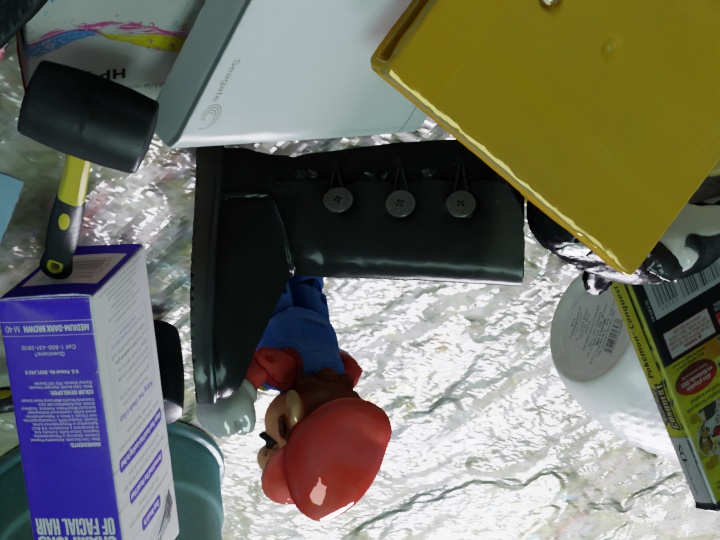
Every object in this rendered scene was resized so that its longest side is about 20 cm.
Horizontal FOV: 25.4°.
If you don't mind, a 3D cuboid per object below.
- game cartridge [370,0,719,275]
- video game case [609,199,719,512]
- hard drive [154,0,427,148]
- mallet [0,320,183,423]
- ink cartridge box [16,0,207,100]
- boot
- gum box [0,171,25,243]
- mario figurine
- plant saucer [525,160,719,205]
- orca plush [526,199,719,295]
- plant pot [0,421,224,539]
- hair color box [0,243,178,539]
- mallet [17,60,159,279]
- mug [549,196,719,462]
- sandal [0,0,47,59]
[{"bbox_3d":[0.128,-0.121,0.862,0.200,0.032,0.177,37,91,-28],"label":"game cartridge"},{"bbox_3d":[0.276,0.039,1.106,0.199,0.182,0.025,-27,-171,-26],"label":"video game case"},{"bbox_3d":[-0.008,-0.126,0.845,0.199,0.027,0.132,-9,139,-49],"label":"hard drive"},{"bbox_3d":[-0.213,0.091,1.074,0.199,0.066,0.041,-16,146,-2],"label":"mallet"},{"bbox_3d":[-0.118,-0.138,0.819,0.115,0.068,0.201,-8,144,-14],"label":"ink cartridge box"},{"bbox_3d":[0.000,-0.001,0.943,0.198,0.166,0.066,2,159,-5],"label":"boot"},{"bbox_3d":[-0.290,-0.002,0.786,0.199,0.171,0.045,23,163,-15],"label":"gum box"},{"bbox_3d":[-0.052,0.072,1.016,0.122,0.201,0.106,-7,143,-15],"label":"mario figurine"},{"bbox_3d":[0.188,-0.133,0.979,0.198,0.049,0.201,-10,144,-13],"label":"plant saucer"},{"bbox_3d":[0.161,-0.020,0.996,0.199,0.105,0.071,-13,150,-53],"label":"orca plush"},{"bbox_3d":[-0.179,0.246,1.199,0.199,0.197,0.201,-12,144,-9],"label":"plant pot"},{"bbox_3d":[-0.164,0.095,0.985,0.064,0.109,0.202,-3,106,10],"label":"hair color box"},{"bbox_3d":[-0.143,-0.040,0.846,0.065,0.041,0.200,16,152,-1],"label":"mallet"},{"bbox_3d":[0.242,0.039,1.172,0.175,0.148,0.201,19,103,-34],"label":"mug"},{"bbox_3d":[-0.202,-0.121,0.788,0.199,0.045,0.075,-27,107,43],"label":"sandal"}]
